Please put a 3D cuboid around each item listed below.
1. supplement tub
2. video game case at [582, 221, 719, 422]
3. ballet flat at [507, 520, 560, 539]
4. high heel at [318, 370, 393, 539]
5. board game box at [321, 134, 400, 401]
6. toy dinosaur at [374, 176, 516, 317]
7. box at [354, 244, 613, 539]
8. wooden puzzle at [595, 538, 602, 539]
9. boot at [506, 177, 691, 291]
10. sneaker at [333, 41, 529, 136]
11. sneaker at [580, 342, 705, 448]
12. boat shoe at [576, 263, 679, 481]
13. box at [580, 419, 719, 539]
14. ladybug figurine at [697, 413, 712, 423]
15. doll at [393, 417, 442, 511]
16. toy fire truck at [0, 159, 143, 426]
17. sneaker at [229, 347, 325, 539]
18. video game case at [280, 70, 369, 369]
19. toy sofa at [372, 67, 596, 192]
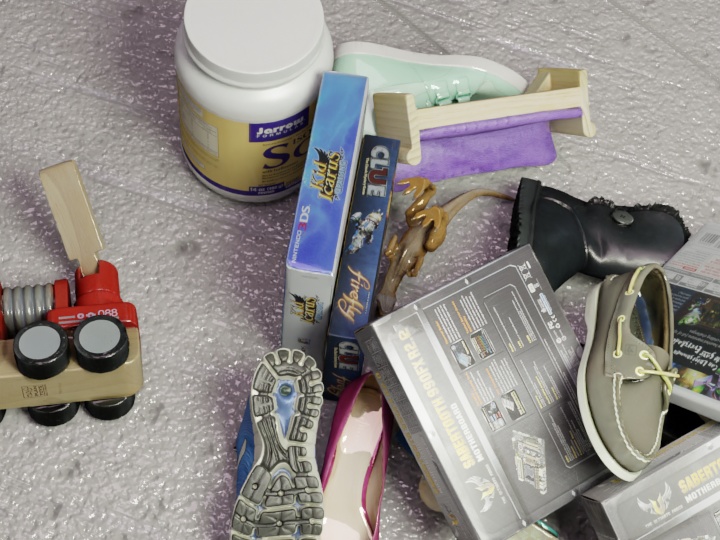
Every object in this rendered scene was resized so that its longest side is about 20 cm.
[{"bbox_3d":[-0.098,-0.171,1.285,0.144,0.200,0.146,2,62,-3],"label":"supplement tub"},{"bbox_3d":[0.302,0.039,1.155,0.182,0.023,0.200,-43,27,-15],"label":"video game case"},{"bbox_3d":[0.154,0.247,1.159,0.199,0.068,0.062,32,72,13],"label":"ballet flat"},{"bbox_3d":[-0.006,0.185,1.160,0.067,0.096,0.201,14,61,3],"label":"high heel"},{"bbox_3d":[0.000,0.000,1.238,0.034,0.136,0.201,10,62,1],"label":"board game box"},{"bbox_3d":[0.066,-0.043,1.293,0.060,0.106,0.200,35,67,22],"label":"toy dinosaur"},{"bbox_3d":[0.110,0.102,1.123,0.158,0.048,0.201,-26,87,-21],"label":"box"},{"bbox_3d":[0.216,0.307,1.111,0.184,0.037,0.201,-15,92,-12],"label":"wooden puzzle"},{"bbox_3d":[0.218,-0.014,1.266,0.167,0.077,0.200,12,30,4],"label":"boot"},{"bbox_3d":[0.067,-0.150,1.368,0.199,0.074,0.119,6,76,-11],"label":"sneaker"},{"bbox_3d":[0.233,0.105,1.233,0.199,0.078,0.070,27,63,9],"label":"sneaker"},{"bbox_3d":[0.216,0.073,1.097,0.072,0.060,0.202,37,38,-24],"label":"boat shoe"},{"bbox_3d":[0.293,0.201,1.086,0.199,0.048,0.159,-28,93,-11],"label":"box"},{"bbox_3d":[0.333,0.078,1.203,0.135,0.072,0.200,26,28,-9],"label":"ladybug figurine"},{"bbox_3d":[0.087,0.123,1.206,0.136,0.049,0.201,-7,45,27],"label":"doll"},{"bbox_3d":[-0.286,0.020,1.223,0.175,0.129,0.201,-6,51,-7],"label":"toy fire truck"},{"bbox_3d":[-0.069,0.170,1.178,0.078,0.089,0.201,9,80,-7],"label":"sneaker"},{"bbox_3d":[-0.033,-0.042,1.232,0.045,0.182,0.201,9,61,2],"label":"video game case"},{"bbox_3d":[0.116,-0.131,1.309,0.199,0.083,0.098,-10,102,-21],"label":"toy sofa"}]
